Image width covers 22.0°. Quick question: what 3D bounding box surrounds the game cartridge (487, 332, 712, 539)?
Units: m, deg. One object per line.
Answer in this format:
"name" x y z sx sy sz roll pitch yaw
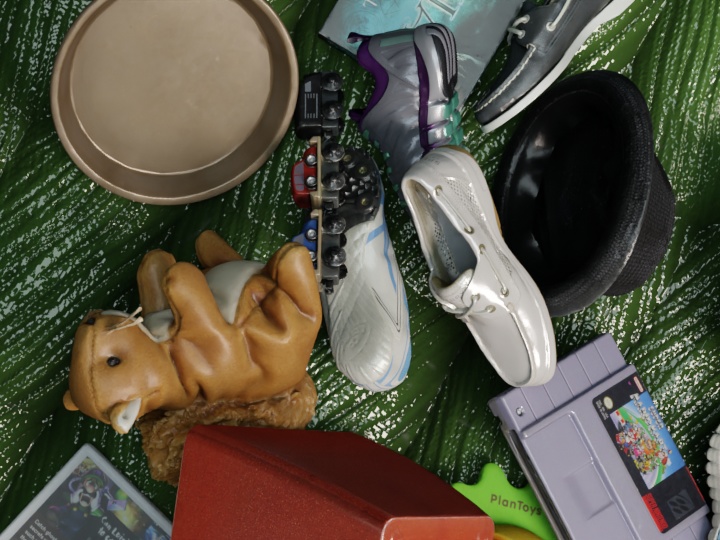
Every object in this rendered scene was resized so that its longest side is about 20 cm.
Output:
"game cartridge" 0.199 0.163 1.479 0.129 0.038 0.201 -28 89 -25

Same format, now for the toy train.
"toy train" -0.034 -0.072 1.468 0.045 0.034 0.202 -2 61 1

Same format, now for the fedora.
"fedora" 0.189 -0.053 1.470 0.091 0.200 0.202 20 87 -35

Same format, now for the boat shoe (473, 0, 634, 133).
"boat shoe" 0.152 -0.196 1.494 0.060 0.076 0.200 45 76 -11

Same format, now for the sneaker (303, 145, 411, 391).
"sneaker" 0.000 0.000 1.494 0.071 0.072 0.202 -11 75 15

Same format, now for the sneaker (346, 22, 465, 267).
"sneaker" 0.037 -0.098 1.485 0.087 0.074 0.202 0 105 15

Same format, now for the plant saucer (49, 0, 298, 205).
"plant saucer" -0.147 -0.147 1.464 0.198 0.030 0.202 -7 120 -13

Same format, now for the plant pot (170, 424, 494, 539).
"plant pot" -0.014 0.231 1.377 0.175 0.199 0.202 8 90 40

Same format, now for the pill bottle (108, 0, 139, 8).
"pill bottle" -0.123 -0.278 1.474 0.198 0.106 0.107 -20 89 -3

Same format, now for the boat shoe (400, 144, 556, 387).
"boat shoe" 0.083 0.007 1.418 0.069 0.071 0.201 -31 97 -44

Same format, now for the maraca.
"maraca" 0.113 0.253 1.466 0.136 0.107 0.202 16 65 -16

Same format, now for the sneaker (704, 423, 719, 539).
"sneaker" 0.323 0.217 1.464 0.078 0.090 0.202 -1 88 -42

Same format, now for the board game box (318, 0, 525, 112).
"board game box" 0.072 -0.243 1.516 0.135 0.028 0.201 31 88 0

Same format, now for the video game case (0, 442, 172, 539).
"video game case" -0.211 0.274 1.495 0.200 0.023 0.182 44 88 1

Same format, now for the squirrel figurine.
"squirrel figurine" -0.131 0.085 1.428 0.186 0.141 0.202 -29 119 -33
